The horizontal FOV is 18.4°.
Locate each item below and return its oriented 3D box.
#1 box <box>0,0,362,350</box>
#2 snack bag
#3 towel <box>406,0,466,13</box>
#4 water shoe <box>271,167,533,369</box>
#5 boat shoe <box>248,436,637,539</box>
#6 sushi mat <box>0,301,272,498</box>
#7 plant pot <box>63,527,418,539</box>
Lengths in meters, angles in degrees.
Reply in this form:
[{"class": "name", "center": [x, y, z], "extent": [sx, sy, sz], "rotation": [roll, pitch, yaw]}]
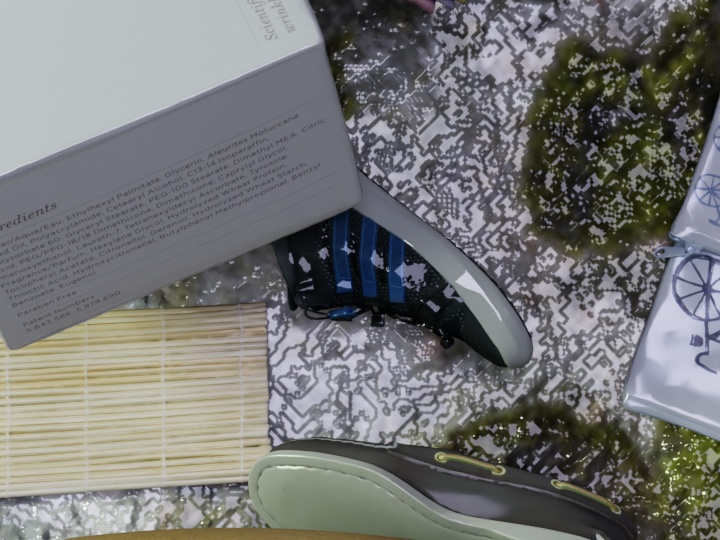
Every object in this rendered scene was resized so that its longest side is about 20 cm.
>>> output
[{"class": "box", "center": [-0.128, -0.104, 1.099], "extent": [0.199, 0.131, 0.200], "rotation": [-23, 57, -4]}, {"class": "snack bag", "center": [0.248, 0.014, 1.179], "extent": [0.187, 0.021, 0.201], "rotation": [22, 82, 2]}, {"class": "towel", "center": [-0.034, -0.210, 1.095], "extent": [0.199, 0.144, 0.023], "rotation": [27, 124, -24]}, {"class": "water shoe", "center": [0.000, 0.000, 1.156], "extent": [0.200, 0.072, 0.079], "rotation": [40, 86, 15]}, {"class": "boat shoe", "center": [0.043, 0.126, 1.141], "extent": [0.200, 0.061, 0.072], "rotation": [17, 126, 10]}, {"class": "sushi mat", "center": [-0.146, 0.069, 1.168], "extent": [0.198, 0.012, 0.097], "rotation": [-3, 82, -2]}, {"class": "plant pot", "center": [-0.065, 0.202, 1.081], "extent": [0.198, 0.186, 0.188], "rotation": [12, 81, 15]}]
